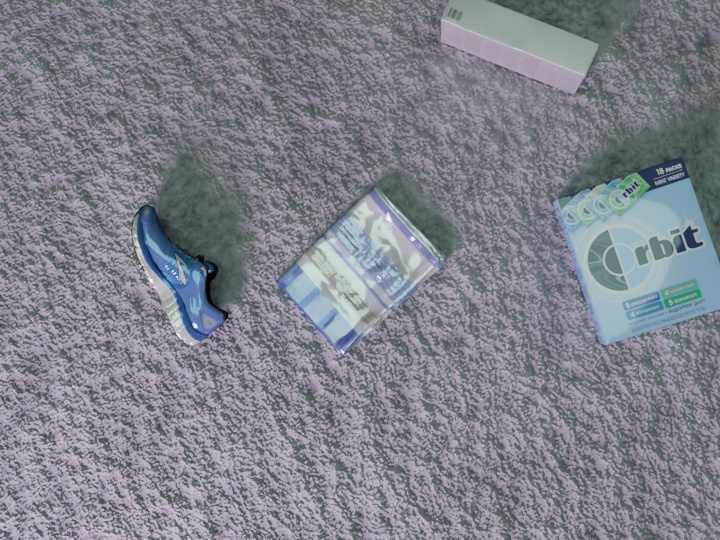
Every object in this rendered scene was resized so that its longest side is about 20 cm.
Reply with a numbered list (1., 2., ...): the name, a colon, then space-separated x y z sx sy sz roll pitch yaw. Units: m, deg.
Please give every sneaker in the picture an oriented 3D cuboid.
1. sneaker: -0.245 -0.003 1.043 0.089 0.079 0.201 -28 93 -3

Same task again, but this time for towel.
1. towel: 0.000 0.000 1.036 0.200 0.024 0.147 -42 83 3

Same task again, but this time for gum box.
1. gum box: 0.366 -0.024 0.988 0.169 0.045 0.201 -19 86 5

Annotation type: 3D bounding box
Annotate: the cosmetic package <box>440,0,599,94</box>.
1. cosmetic package: 0.206 -0.302 1.001 0.199 0.083 0.051 24 87 6
